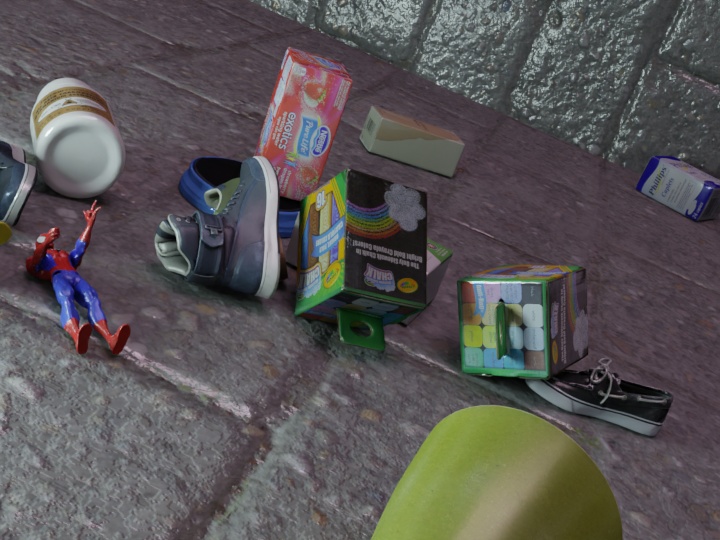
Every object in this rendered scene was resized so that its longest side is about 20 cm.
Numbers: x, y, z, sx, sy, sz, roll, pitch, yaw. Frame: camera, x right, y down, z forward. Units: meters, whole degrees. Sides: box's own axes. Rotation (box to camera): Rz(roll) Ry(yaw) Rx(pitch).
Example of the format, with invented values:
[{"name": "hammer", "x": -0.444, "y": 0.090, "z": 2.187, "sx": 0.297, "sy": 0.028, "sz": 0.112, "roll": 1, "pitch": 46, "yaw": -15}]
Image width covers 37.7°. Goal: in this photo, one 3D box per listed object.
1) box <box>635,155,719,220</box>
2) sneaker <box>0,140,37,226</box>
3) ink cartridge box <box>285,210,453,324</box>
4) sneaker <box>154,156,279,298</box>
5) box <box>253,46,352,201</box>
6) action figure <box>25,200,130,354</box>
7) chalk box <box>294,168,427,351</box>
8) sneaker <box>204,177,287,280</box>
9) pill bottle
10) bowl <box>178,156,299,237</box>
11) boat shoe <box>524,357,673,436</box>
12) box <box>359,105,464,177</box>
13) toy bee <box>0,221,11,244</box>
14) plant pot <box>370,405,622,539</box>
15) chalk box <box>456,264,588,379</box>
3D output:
[{"name": "box", "x": 0.898, "y": -0.230, "z": 2.928, "sx": 0.199, "sy": 0.106, "sz": 0.183, "roll": 33, "pitch": 22, "yaw": 28}, {"name": "sneaker", "x": -0.456, "y": -0.122, "z": 1.214, "sx": 0.145, "sy": 0.077, "sz": 0.202, "roll": 24, "pitch": 7, "yaw": -31}, {"name": "ink cartridge box", "x": 0.012, "y": -0.022, "z": 1.472, "sx": 0.199, "sy": 0.085, "sz": 0.146, "roll": 27, "pitch": 20, "yaw": 12}, {"name": "sneaker", "x": -0.176, "y": -0.068, "z": 1.294, "sx": 0.145, "sy": 0.077, "sz": 0.204, "roll": 9, "pitch": 52, "yaw": -19}, {"name": "box", "x": -0.090, "y": -0.215, "z": 1.568, "sx": 0.095, "sy": 0.202, "sz": 0.100, "roll": 14, "pitch": 21, "yaw": -15}, {"name": "action figure", "x": -0.294, "y": -0.006, "z": 1.095, "sx": 0.065, "sy": 0.100, "sz": 0.200, "roll": 7, "pitch": 23, "yaw": -40}, {"name": "chalk box", "x": 0.000, "y": 0.000, "z": 1.295, "sx": 0.124, "sy": 0.202, "sz": 0.124, "roll": 14, "pitch": -22, "yaw": -28}, {"name": "sneaker", "x": -0.158, "y": -0.052, "z": 1.413, "sx": 0.089, "sy": 0.068, "sz": 0.201, "roll": -13, "pitch": 45, "yaw": -9}, {"name": "pill bottle", "x": -0.385, "y": -0.187, "z": 1.422, "sx": 0.113, "sy": 0.115, "sz": 0.200, "roll": 12, "pitch": 22, "yaw": -26}, {"name": "bowl", "x": -0.171, "y": -0.114, "z": 1.579, "sx": 0.199, "sy": 0.040, "sz": 0.201, "roll": 20, "pitch": 20, "yaw": -7}, {"name": "boat shoe", "x": 0.314, "y": 0.154, "z": 1.375, "sx": 0.198, "sy": 0.069, "sz": 0.074, "roll": 21, "pitch": 20, "yaw": -5}, {"name": "box", "x": 0.109, "y": -0.271, "z": 2.219, "sx": 0.198, "sy": 0.078, "sz": 0.095, "roll": 14, "pitch": 21, "yaw": -22}, {"name": "toy bee", "x": -0.401, "y": -0.038, "z": 1.038, "sx": 0.199, "sy": 0.109, "sz": 0.130, "roll": 35, "pitch": 22, "yaw": 31}, {"name": "plant pot", "x": 0.077, "y": 0.233, "z": 0.802, "sx": 0.186, "sy": 0.188, "sz": 0.200, "roll": 30, "pitch": 35, "yaw": 20}, {"name": "chalk box", "x": 0.200, "y": 0.065, "z": 1.345, "sx": 0.123, "sy": 0.126, "sz": 0.199, "roll": 1, "pitch": 7, "yaw": 31}]
